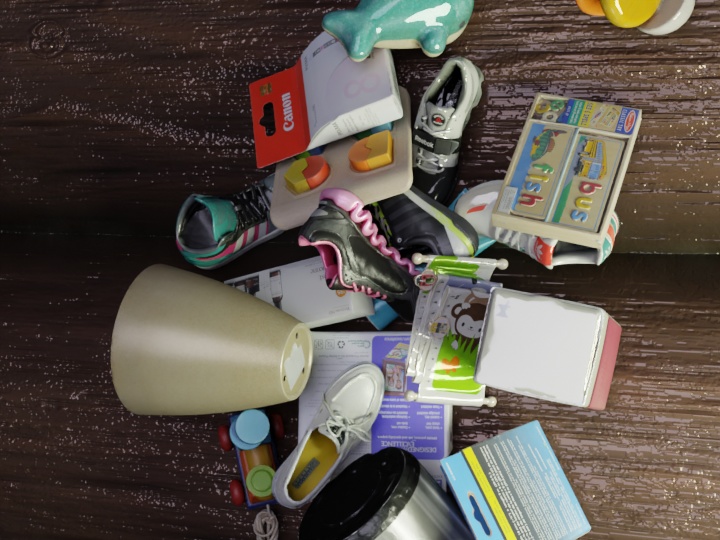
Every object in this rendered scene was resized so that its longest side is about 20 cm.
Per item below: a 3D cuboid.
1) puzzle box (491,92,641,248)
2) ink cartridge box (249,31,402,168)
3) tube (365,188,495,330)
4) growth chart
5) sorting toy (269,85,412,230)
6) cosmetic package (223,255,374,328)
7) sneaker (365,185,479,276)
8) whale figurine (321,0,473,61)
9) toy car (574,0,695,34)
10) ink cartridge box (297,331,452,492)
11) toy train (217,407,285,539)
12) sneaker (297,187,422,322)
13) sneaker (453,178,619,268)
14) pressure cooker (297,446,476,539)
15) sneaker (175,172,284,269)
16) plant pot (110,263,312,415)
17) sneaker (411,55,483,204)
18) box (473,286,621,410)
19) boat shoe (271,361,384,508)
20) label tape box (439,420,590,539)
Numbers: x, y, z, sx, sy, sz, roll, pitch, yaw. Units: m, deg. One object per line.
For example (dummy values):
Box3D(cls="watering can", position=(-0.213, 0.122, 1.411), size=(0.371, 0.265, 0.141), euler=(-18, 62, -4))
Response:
Box3D(cls="puzzle box", position=(0.246, -0.122, 1.412), size=(0.133, 0.025, 0.200), euler=(13, 58, 17))
Box3D(cls="ink cartridge box", position=(-0.053, -0.231, 1.515), size=(0.199, 0.057, 0.163), euler=(-16, 52, 8))
Box3D(cls="tube", position=(0.083, -0.008, 1.492), size=(0.200, 0.050, 0.077), euler=(-42, 84, 2))
Box3D(cls="growth chart", position=(0.118, 0.073, 1.416), size=(0.144, 0.018, 0.201), euler=(-2, 108, -22))
Box3D(cls="sorting toy", position=(-0.026, -0.149, 1.490), size=(0.185, 0.037, 0.200), euler=(-17, 41, 14))
Box3D(cls="cosmetic package", position=(-0.080, 0.034, 1.501), size=(0.200, 0.051, 0.083), euler=(-15, 81, 34))
Box3D(cls="sneaker", position=(0.051, -0.055, 1.451), size=(0.200, 0.072, 0.083), euler=(31, 70, 30))
Box3D(cls="whale figurine", position=(0.051, -0.331, 1.465), size=(0.200, 0.104, 0.159), euler=(-28, 68, -27))
Box3D(cls="toy car", position=(0.324, -0.389, 1.414), size=(0.150, 0.175, 0.200), euler=(34, 96, 54))
Box3D(cls="ink cartridge box", position=(0.018, 0.176, 1.487), size=(0.197, 0.043, 0.201), euler=(-1, 82, 17))
Box3D(cls="toy train", position=(-0.119, 0.268, 1.472), size=(0.084, 0.116, 0.201), euler=(-12, 79, -7))
Box3D(cls="sneaker", position=(0.000, 0.000, 1.404), size=(0.200, 0.079, 0.095), euler=(48, 63, -20))
Box3D(cls="sneaker", position=(0.205, -0.050, 1.413), size=(0.199, 0.093, 0.071), euler=(11, 125, 10))
Box3D(cls="pressure cooker", position=(0.049, 0.327, 1.370), size=(0.178, 0.176, 0.200), euler=(-29, 110, 32))
Box3D(cls="sneaker", position=(-0.160, -0.076, 1.530), size=(0.200, 0.121, 0.084), euler=(-35, 76, 10))
Box3D(cls="plant pot", position=(-0.166, 0.097, 1.440), size=(0.199, 0.187, 0.188), euler=(8, 86, 20))
Box3D(cls="sneaker", position=(0.093, -0.172, 1.482), size=(0.074, 0.088, 0.201), euler=(15, 91, 17))
Box3D(cls="box", position=(0.216, 0.093, 1.353), size=(0.127, 0.200, 0.109), euler=(11, 86, 19))
Box3D(cls="boat shoe", position=(-0.032, 0.192, 1.407), size=(0.075, 0.086, 0.202), euler=(40, 75, -5))
Box3D(cls="label tape box", position=(0.159, 0.266, 1.351), size=(0.063, 0.200, 0.145), euler=(-37, 73, 38))
